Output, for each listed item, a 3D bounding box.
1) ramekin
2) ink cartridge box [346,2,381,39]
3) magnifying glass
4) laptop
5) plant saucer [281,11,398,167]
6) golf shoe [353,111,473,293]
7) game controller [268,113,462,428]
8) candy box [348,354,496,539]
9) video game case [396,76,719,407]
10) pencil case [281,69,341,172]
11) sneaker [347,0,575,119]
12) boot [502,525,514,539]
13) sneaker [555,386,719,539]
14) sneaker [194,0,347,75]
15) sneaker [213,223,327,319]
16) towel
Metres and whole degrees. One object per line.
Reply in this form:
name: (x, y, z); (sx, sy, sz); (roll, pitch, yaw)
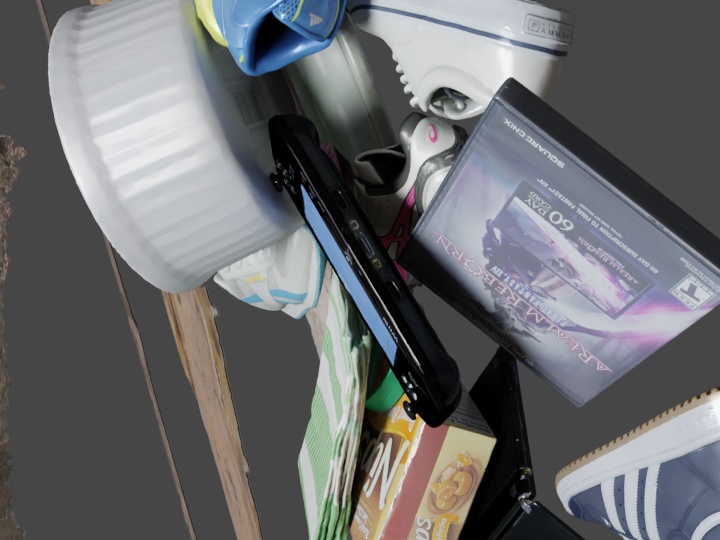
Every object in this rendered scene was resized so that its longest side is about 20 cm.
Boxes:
ramekin: (-0.110, -0.096, 0.823); (0.200, 0.097, 0.202); (-20, -90, -75)
ink cartridge box: (0.000, -0.259, 0.789); (0.095, 0.037, 0.202); (-130, 31, -50)
magnifying glass: (0.009, 0.047, 0.899); (0.080, 0.022, 0.200); (-66, 16, 5)
laptop: (0.113, 0.183, 0.822); (0.201, 0.102, 0.178); (-92, 23, -45)
plant saucer: (-0.030, -0.146, 0.859); (0.200, 0.050, 0.202); (155, 90, -89)
golf shoe: (0.033, -0.044, 0.788); (0.092, 0.073, 0.200); (40, 156, -5)
game controller: (0.000, 0.000, 0.733); (0.201, 0.042, 0.104); (59, 180, 13)
candy box: (0.029, 0.123, 0.869); (0.200, 0.055, 0.117); (-120, 48, -71)
video game case: (0.100, -0.004, 0.654); (0.142, 0.019, 0.200); (39, 154, 5)
pencil case: (-0.074, -0.125, 0.987); (0.088, 0.087, 0.201); (51, 164, 47)
sneaker: (0.043, -0.125, 0.703); (0.200, 0.072, 0.072); (33, 110, 61)
boot: (0.064, 0.217, 0.992); (0.201, 0.064, 0.187); (99, 149, -46)
sneaker: (0.165, 0.128, 0.608); (0.200, 0.069, 0.109); (125, 127, -63)
sneaker: (-0.013, -0.187, 0.707); (0.200, 0.075, 0.106); (-43, 48, 27)
sneaker: (-0.067, -0.012, 0.959); (0.200, 0.080, 0.077); (128, 156, -68)
towel: (-0.021, 0.096, 0.875); (0.153, 0.023, 0.202); (-103, 18, -62)
